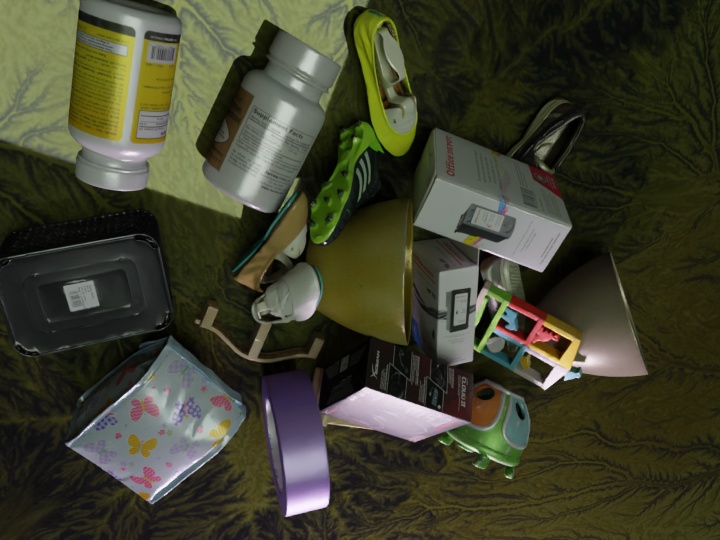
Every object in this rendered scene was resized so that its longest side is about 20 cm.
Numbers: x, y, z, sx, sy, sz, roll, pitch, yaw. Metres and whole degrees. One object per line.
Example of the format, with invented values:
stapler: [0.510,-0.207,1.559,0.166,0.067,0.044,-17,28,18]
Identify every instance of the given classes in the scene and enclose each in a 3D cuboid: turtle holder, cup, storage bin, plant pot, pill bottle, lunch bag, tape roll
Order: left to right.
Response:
storage bin: [-0.351,0.013,0.871,0.196,0.094,0.138,-12,118,-14]
pill bottle: [-0.277,-0.203,0.784,0.110,0.113,0.204,8,111,-21]
lunch bag: [-0.282,0.202,0.965,0.199,0.128,0.170,-38,118,13]
pill bottle: [-0.108,-0.187,0.848,0.113,0.115,0.202,23,105,-26]
tape roll: [-0.099,0.253,1.005,0.064,0.201,0.204,-7,116,-15]
plant pot: [0.000,0.000,0.945,0.139,0.201,0.204,1,116,7]
turtle holder: [0.238,0.270,1.166,0.183,0.141,0.134,26,87,-18]
cup: [0.372,0.088,1.113,0.141,0.202,0.202,-19,123,21]

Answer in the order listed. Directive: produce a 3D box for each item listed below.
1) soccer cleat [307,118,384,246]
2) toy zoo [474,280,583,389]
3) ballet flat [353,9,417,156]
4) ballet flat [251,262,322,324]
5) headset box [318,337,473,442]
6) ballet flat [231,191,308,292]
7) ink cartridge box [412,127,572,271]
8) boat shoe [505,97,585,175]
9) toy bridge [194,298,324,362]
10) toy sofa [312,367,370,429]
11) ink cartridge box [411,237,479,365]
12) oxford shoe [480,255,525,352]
soccer cleat: [-0.011,-0.109,0.893,0.081,0.067,0.203,44,52,-37]
toy zoo: [0.262,0.113,1.076,0.197,0.021,0.133,28,135,10]
ballet flat: [0.041,-0.242,0.896,0.066,0.067,0.203,-32,121,-24]
ballet flat: [-0.107,0.042,0.917,0.068,0.200,0.071,5,75,-20]
headset box: [0.058,0.182,0.985,0.197,0.079,0.148,23,147,-22]
ballet flat: [-0.107,-0.034,0.904,0.063,0.069,0.200,38,138,-10]
ink cartridge box: [0.176,-0.100,0.935,0.196,0.149,0.087,18,126,-8]
boat shoe: [0.262,-0.161,1.014,0.072,0.065,0.202,20,107,-27]
toy bridge: [-0.154,0.101,1.015,0.197,0.027,0.068,19,108,-25]
toy sofa: [0.012,0.214,1.104,0.196,0.097,0.085,13,85,-23]
ink cartridge box: [0.124,0.028,1.026,0.066,0.116,0.204,-8,116,-16]
oxford shoe: [0.235,0.051,1.113,0.057,0.076,0.202,4,133,29]
